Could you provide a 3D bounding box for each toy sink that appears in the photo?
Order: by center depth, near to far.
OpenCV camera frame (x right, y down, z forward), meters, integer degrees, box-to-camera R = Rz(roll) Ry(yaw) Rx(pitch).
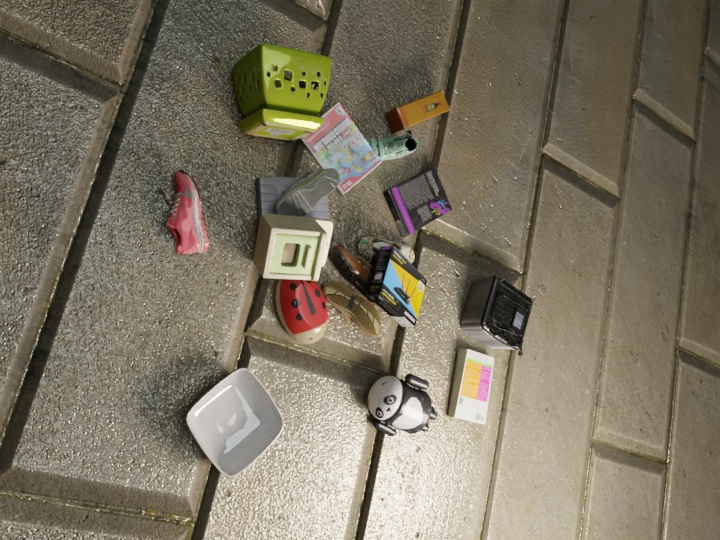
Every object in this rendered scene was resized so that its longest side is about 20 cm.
[{"bbox_3d":[-0.151,-0.055,1.591,0.197,0.112,0.132,4,112,-27],"label":"toy sink"}]

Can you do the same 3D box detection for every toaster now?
[{"bbox_3d":[0.418,0.142,1.954,0.179,0.118,0.203,29,69,-25],"label":"toaster"}]

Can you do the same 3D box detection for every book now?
[{"bbox_3d":[0.336,0.348,1.921,0.132,0.048,0.203,20,75,-31],"label":"book"}]

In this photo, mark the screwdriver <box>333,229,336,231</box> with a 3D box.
[{"bbox_3d":[-0.148,-0.093,1.686,0.198,0.028,0.029,-20,65,-34],"label":"screwdriver"}]

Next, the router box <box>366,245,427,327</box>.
[{"bbox_3d":[0.103,0.046,1.765,0.200,0.050,0.151,41,57,-45],"label":"router box"}]

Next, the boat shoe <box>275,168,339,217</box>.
[{"bbox_3d":[-0.142,-0.200,1.651,0.202,0.064,0.075,-42,125,-23],"label":"boat shoe"}]

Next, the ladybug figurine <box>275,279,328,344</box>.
[{"bbox_3d":[-0.144,0.090,1.636,0.135,0.072,0.203,-27,98,-31],"label":"ladybug figurine"}]

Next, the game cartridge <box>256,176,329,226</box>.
[{"bbox_3d":[-0.175,-0.178,1.675,0.197,0.038,0.132,-1,80,-32],"label":"game cartridge"}]

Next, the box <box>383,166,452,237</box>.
[{"bbox_3d":[0.172,-0.205,1.894,0.199,0.036,0.145,-29,100,-30],"label":"box"}]

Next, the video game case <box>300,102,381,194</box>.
[{"bbox_3d":[-0.054,-0.330,1.742,0.142,0.017,0.201,-39,106,-1],"label":"video game case"}]

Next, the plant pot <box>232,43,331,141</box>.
[{"bbox_3d":[-0.199,-0.433,1.601,0.197,0.198,0.185,1,89,-32],"label":"plant pot"}]

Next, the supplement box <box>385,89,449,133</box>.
[{"bbox_3d":[0.172,-0.474,1.911,0.198,0.068,0.067,-28,99,-30],"label":"supplement box"}]

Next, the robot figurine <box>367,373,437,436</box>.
[{"bbox_3d":[0.113,0.365,1.730,0.198,0.124,0.152,30,62,-26],"label":"robot figurine"}]

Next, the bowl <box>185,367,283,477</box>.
[{"bbox_3d":[-0.300,0.353,1.504,0.199,0.074,0.202,-39,104,-29],"label":"bowl"}]

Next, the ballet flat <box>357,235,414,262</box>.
[{"bbox_3d":[0.084,-0.051,1.802,0.197,0.064,0.077,9,78,-31],"label":"ballet flat"}]

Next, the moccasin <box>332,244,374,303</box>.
[{"bbox_3d":[0.001,0.000,1.737,0.201,0.073,0.078,43,62,-21],"label":"moccasin"}]

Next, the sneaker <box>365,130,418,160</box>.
[{"bbox_3d":[0.067,-0.349,1.797,0.198,0.118,0.075,-13,92,-31],"label":"sneaker"}]

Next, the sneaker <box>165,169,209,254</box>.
[{"bbox_3d":[-0.415,-0.134,1.495,0.086,0.073,0.203,-14,91,-31],"label":"sneaker"}]

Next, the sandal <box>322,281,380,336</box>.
[{"bbox_3d":[-0.025,0.103,1.722,0.199,0.054,0.081,37,57,-16],"label":"sandal"}]
